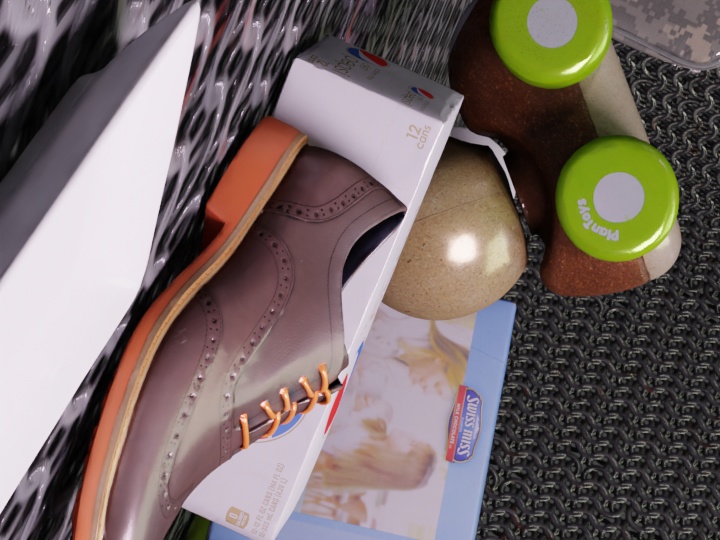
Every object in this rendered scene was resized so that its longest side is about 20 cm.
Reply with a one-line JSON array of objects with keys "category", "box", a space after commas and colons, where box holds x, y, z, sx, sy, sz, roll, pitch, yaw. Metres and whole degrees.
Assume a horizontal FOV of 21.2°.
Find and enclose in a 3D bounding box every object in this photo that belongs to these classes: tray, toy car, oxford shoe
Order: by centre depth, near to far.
[{"category": "tray", "box": [-0.090, 0.031, 0.424, 0.108, 0.022, 0.201, 110, 5, -47]}, {"category": "oxford shoe", "box": [-0.044, 0.036, 0.695, 0.071, 0.072, 0.201, 107, 8, -64]}, {"category": "toy car", "box": [0.040, -0.042, 0.911, 0.164, 0.199, 0.159, 2, 67, -82]}]

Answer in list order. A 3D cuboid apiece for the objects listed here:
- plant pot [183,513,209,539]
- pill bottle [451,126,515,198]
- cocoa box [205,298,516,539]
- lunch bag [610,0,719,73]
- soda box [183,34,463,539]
[{"category": "plant pot", "box": [-0.041, 0.248, 1.203, 0.199, 0.180, 0.201, 94, 19, -77]}, {"category": "pill bottle", "box": [0.042, -0.013, 1.285, 0.200, 0.111, 0.113, -62, 174, -53]}, {"category": "cocoa box", "box": [-0.005, 0.114, 0.991, 0.131, 0.132, 0.202, 102, 1, -66]}, {"category": "lunch bag", "box": [0.167, -0.212, 1.166, 0.168, 0.199, 0.140, -47, 161, -75]}, {"category": "soda box", "box": [-0.027, 0.009, 0.806, 0.064, 0.068, 0.201, -55, 168, -71]}]
